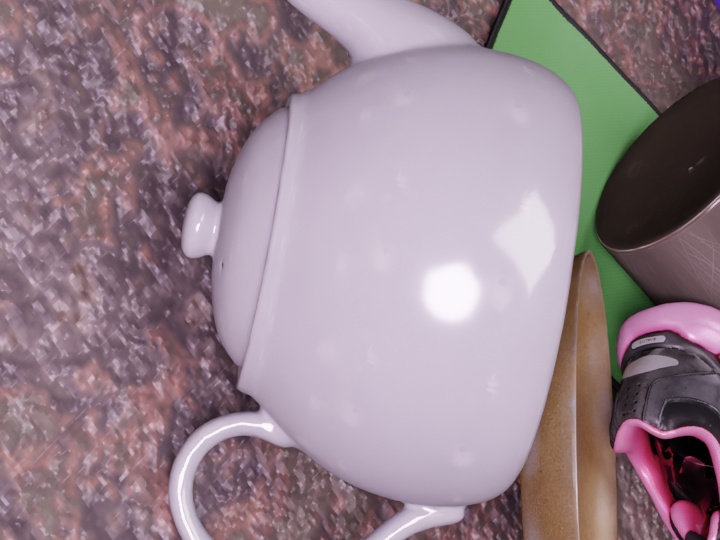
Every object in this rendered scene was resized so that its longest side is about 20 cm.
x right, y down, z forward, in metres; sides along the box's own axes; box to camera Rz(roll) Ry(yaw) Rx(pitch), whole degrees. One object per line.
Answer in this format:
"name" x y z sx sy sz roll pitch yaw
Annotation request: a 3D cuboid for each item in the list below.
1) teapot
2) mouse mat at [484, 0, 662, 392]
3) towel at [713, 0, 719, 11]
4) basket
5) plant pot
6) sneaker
"teapot" 0.000 0.000 0.916 0.146 0.198 0.200 9 42 -5
"mouse mat" 0.118 -0.031 1.137 0.200 0.008 0.161 42 51 -25
"towel" 0.232 -0.119 1.194 0.023 0.144 0.200 -29 100 -13
"basket" 0.222 0.009 1.129 0.200 0.136 0.181 41 32 -22
"plant pot" 0.091 0.092 0.989 0.200 0.027 0.201 -2 90 -80
"sneaker" 0.175 0.114 1.077 0.200 0.079 0.095 52 35 -21
